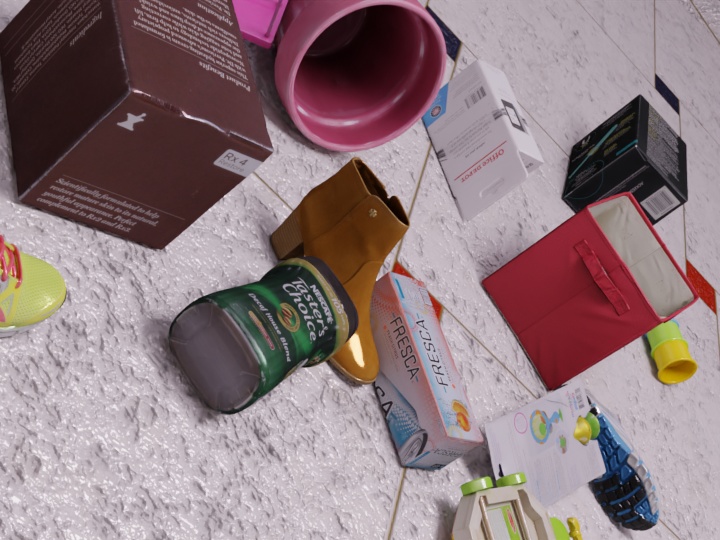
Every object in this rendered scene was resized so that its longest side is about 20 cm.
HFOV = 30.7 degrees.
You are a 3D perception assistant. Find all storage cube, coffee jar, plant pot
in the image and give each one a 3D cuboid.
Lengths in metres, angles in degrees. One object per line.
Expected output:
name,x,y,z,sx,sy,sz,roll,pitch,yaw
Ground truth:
storage cube,0.298,0.025,1.689,0.171,0.180,0.200,58,29,8
coffee jar,-0.082,0.053,1.210,0.105,0.085,0.200,55,29,4
plant pot,-0.021,-0.272,1.558,0.200,0.200,0.179,25,24,-39

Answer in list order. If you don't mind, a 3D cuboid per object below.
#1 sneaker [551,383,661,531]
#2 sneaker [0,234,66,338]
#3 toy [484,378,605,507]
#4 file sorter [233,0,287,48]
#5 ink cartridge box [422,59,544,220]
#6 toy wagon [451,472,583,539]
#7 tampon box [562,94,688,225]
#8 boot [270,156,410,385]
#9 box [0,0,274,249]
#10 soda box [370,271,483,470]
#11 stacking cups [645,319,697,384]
sneaker,0.311,0.223,1.611,0.201,0.075,0.087,61,25,12
sneaker,-0.293,-0.011,0.973,0.200,0.090,0.078,20,41,-46
toy,0.198,0.203,1.476,0.199,0.047,0.116,-16,92,-44
file sorter,-0.123,-0.384,1.468,0.138,0.125,0.201,22,62,-8
ink cartridge box,0.169,-0.169,1.776,0.067,0.116,0.201,16,46,-48
toy wagon,0.167,0.288,1.347,0.200,0.039,0.156,5,65,-53
tampon box,0.427,-0.158,2.097,0.126,0.150,0.200,45,31,-13
boot,0.000,-0.001,1.326,0.071,0.144,0.202,-10,67,-57
box,-0.207,-0.161,1.180,0.166,0.164,0.201,21,42,-44
soda box,0.055,0.104,1.370,0.063,0.068,0.201,16,45,-46
stacking cups,0.451,0.073,1.977,0.060,0.060,0.201,28,37,-37
